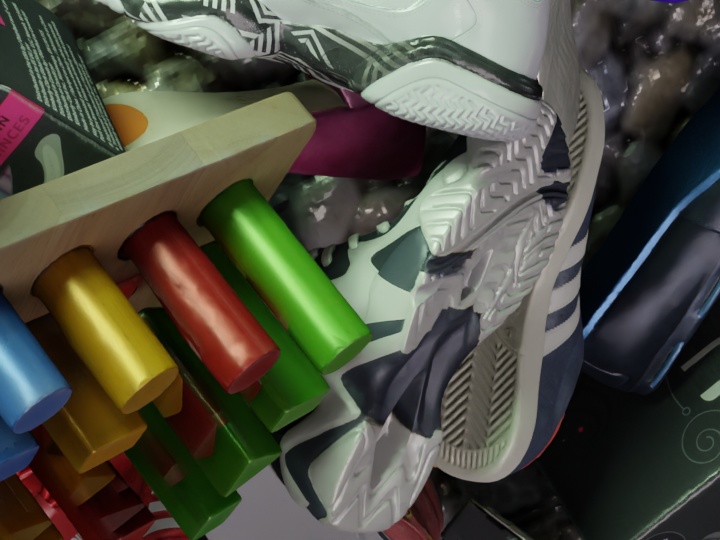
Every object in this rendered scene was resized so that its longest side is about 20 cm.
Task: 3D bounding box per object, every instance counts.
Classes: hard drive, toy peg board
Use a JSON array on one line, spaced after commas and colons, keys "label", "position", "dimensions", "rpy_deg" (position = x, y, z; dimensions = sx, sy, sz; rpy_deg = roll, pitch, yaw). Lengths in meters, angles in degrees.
[{"label": "hard drive", "position": [0.119, 0.186, 0.970], "dimensions": [0.038, 0.139, 0.200], "rpy_deg": [-53, 160, -3]}, {"label": "toy peg board", "position": [-0.103, 0.053, 0.693], "dimensions": [0.199, 0.098, 0.200], "rpy_deg": [-27, 161, -44]}]

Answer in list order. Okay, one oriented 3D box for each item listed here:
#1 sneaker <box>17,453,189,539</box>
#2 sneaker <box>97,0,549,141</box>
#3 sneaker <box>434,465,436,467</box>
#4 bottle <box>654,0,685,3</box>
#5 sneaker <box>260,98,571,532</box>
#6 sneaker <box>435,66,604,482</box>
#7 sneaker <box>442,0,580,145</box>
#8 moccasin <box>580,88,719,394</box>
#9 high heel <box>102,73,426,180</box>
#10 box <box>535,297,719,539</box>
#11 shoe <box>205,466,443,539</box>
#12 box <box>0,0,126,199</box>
[{"label": "sneaker", "position": [-0.151, 0.090, 0.812], "dimensions": [0.199, 0.116, 0.079], "rpy_deg": [16, 120, -36]}, {"label": "sneaker", "position": [-0.011, -0.132, 0.699], "dimensions": [0.199, 0.075, 0.116], "rpy_deg": [19, 100, 2]}, {"label": "sneaker", "position": [-0.009, 0.042, 0.890], "dimensions": [0.199, 0.077, 0.084], "rpy_deg": [16, 90, -32]}, {"label": "bottle", "position": [0.133, -0.198, 0.706], "dimensions": [0.065, 0.084, 0.201], "rpy_deg": [-8, 147, -3]}, {"label": "sneaker", "position": [0.000, 0.000, 0.784], "dimensions": [0.079, 0.129, 0.200], "rpy_deg": [12, 103, -50]}, {"label": "sneaker", "position": [0.079, 0.001, 0.862], "dimensions": [0.084, 0.075, 0.202], "rpy_deg": [12, 93, -62]}, {"label": "sneaker", "position": [0.062, -0.138, 0.763], "dimensions": [0.072, 0.072, 0.201], "rpy_deg": [10, 122, 15]}, {"label": "moccasin", "position": [0.178, -0.026, 0.902], "dimensions": [0.068, 0.081, 0.200], "rpy_deg": [33, 110, -16]}, {"label": "high heel", "position": [-0.061, -0.041, 0.779], "dimensions": [0.199, 0.067, 0.096], "rpy_deg": [-33, 127, -19]}, {"label": "box", "position": [0.200, 0.074, 0.964], "dimensions": [0.200, 0.123, 0.106], "rpy_deg": [-41, 135, 10]}, {"label": "shoe", "position": [-0.018, 0.121, 0.931], "dimensions": [0.071, 0.091, 0.200], "rpy_deg": [-30, 128, 20]}, {"label": "box", "position": [-0.201, -0.068, 0.656], "dimensions": [0.122, 0.106, 0.200], "rpy_deg": [-45, 133, 15]}]
